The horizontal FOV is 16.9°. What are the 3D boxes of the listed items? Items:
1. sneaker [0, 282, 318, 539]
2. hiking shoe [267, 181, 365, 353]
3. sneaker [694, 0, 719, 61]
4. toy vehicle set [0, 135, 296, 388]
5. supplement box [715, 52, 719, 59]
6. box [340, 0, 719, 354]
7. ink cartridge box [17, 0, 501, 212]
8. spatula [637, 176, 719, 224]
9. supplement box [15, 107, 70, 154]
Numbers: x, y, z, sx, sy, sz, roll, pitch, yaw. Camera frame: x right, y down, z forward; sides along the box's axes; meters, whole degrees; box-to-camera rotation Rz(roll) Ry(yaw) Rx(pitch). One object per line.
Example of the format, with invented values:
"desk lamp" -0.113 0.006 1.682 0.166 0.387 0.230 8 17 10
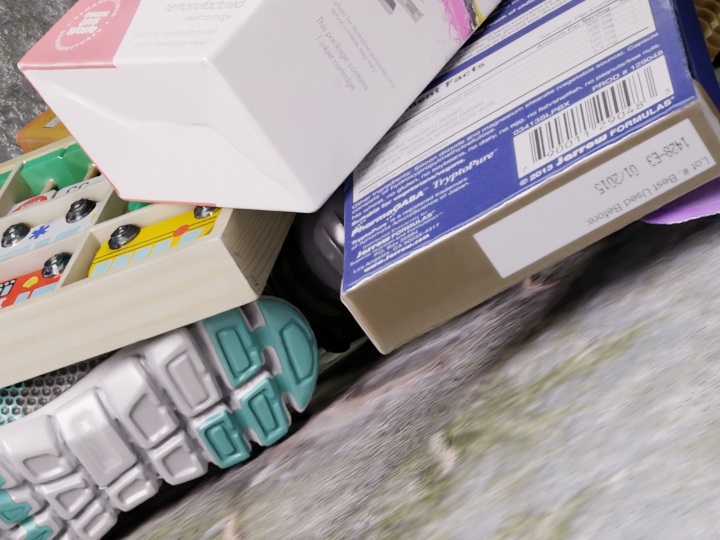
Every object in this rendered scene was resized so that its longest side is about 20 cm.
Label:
"sneaker" -0.112 0.052 0.872 0.200 0.078 0.091 -26 35 1
"hiking shoe" 0.000 0.000 0.909 0.101 0.076 0.200 -43 -3 12
"sneaker" 0.078 -0.050 0.898 0.200 0.075 0.090 -46 -9 -47
"toy vehicle set" -0.109 -0.008 0.864 0.200 0.027 0.124 -19 28 26
"supplement box" 0.181 -0.181 1.128 0.061 0.109 0.200 -33 4 46
"box" 0.050 -0.063 0.778 0.121 0.032 0.200 -29 29 16
"ink cartridge box" -0.005 -0.112 0.811 0.116 0.068 0.200 5 47 52
"spatula" 0.164 -0.057 0.679 0.200 0.021 0.057 -29 14 28
"supplement box" -0.092 -0.051 1.069 0.069 0.067 0.200 -36 14 -15
